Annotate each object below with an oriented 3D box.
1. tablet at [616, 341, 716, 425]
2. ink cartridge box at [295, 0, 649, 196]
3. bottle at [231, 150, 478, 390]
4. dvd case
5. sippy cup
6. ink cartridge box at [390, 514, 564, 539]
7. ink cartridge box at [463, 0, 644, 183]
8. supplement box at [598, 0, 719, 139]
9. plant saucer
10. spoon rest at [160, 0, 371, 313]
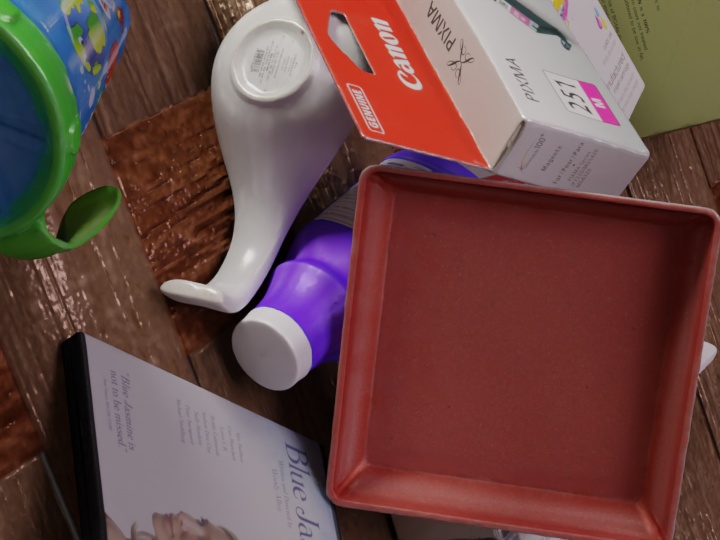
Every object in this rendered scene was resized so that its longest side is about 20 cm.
[{"bbox_3d":[0.109,0.035,1.203,0.130,0.199,0.014,-32,138,-56],"label":"tablet"},{"bbox_3d":[0.052,-0.130,1.108,0.173,0.044,0.201,14,35,-33],"label":"ink cartridge box"},{"bbox_3d":[0.000,0.000,1.156,0.200,0.083,0.066,-43,151,-44],"label":"bottle"},{"bbox_3d":[-0.077,0.126,1.041,0.200,0.018,0.143,30,36,-44],"label":"dvd case"},{"bbox_3d":[-0.177,-0.104,0.937,0.131,0.139,0.179,-62,166,-52],"label":"sippy cup"},{"bbox_3d":[0.092,0.144,1.231,0.145,0.084,0.201,-24,97,-51],"label":"ink cartridge box"},{"bbox_3d":[0.097,-0.153,1.318,0.200,0.085,0.148,57,43,-26],"label":"ink cartridge box"},{"bbox_3d":[0.258,-0.215,1.442,0.134,0.199,0.201,-23,98,-51],"label":"supplement box"},{"bbox_3d":[0.089,0.047,1.095,0.037,0.199,0.201,-63,160,-74],"label":"plant saucer"},{"bbox_3d":[-0.056,-0.066,1.113,0.061,0.099,0.201,51,55,-62],"label":"spoon rest"}]
